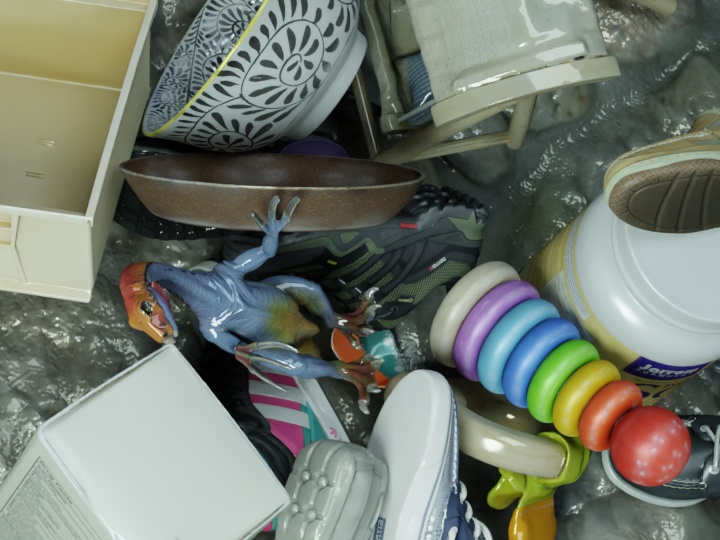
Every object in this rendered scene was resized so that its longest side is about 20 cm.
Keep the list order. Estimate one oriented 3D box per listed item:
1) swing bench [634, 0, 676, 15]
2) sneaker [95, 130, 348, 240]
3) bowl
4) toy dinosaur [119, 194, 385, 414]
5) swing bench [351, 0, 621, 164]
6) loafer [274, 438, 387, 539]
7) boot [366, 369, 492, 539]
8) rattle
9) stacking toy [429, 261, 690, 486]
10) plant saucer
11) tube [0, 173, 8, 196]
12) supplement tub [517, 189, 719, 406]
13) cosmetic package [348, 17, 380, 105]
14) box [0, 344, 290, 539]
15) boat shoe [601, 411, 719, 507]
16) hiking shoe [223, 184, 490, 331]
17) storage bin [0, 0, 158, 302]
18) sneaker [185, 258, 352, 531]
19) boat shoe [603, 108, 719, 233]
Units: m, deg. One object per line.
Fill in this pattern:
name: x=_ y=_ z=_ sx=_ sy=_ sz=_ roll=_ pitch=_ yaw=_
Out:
swing bench: x=0.187 y=-0.339 z=1.714 sx=0.200 sy=0.130 sz=0.199 roll=11 pitch=65 yaw=-11
sneaker: x=-0.105 y=-0.072 z=1.533 sx=0.200 sy=0.076 sz=0.088 roll=7 pitch=36 yaw=-11
bowl: x=-0.058 y=-0.152 z=1.470 sx=0.094 sy=0.201 sz=0.201 roll=34 pitch=59 yaw=-17
toy dinosaur: x=-0.075 y=0.039 z=1.325 sx=0.181 sy=0.200 sz=0.105 roll=13 pitch=62 yaw=-19
swing bench: x=0.066 y=-0.193 z=1.483 sx=0.130 sy=0.200 sz=0.199 roll=-12 pitch=81 yaw=-19
loafer: x=-0.035 y=0.211 z=1.400 sx=0.070 sy=0.070 sz=0.200 roll=23 pitch=90 yaw=-44
boot: x=0.051 y=0.170 z=1.448 sx=0.090 sy=0.073 sz=0.200 roll=11 pitch=94 yaw=-32
rattle: x=0.057 y=0.136 z=1.517 sx=0.200 sy=0.143 sz=0.130 roll=17 pitch=29 yaw=3
stacking toy: x=0.145 y=0.077 z=1.452 sx=0.200 sy=0.085 sz=0.085 roll=36 pitch=55 yaw=28
plant saucer: x=-0.058 y=-0.052 z=1.385 sx=0.200 sy=0.200 sz=0.034 roll=-1 pitch=99 yaw=-22
tube: x=-0.282 y=-0.025 z=1.441 sx=0.058 sy=0.052 sz=0.200 roll=47 pitch=54 yaw=-23
supplement tub: x=0.202 y=0.016 z=1.527 sx=0.145 sy=0.200 sz=0.145 roll=8 pitch=65 yaw=-18
cosmetic package: x=0.000 y=-0.197 z=1.614 sx=0.200 sy=0.074 sz=0.102 roll=24 pitch=62 yaw=-12
box: x=-0.148 y=0.153 z=1.328 sx=0.109 sy=0.200 sz=0.128 roll=-34 pitch=83 yaw=-31
boat shoe: x=0.280 y=0.137 z=1.587 sx=0.200 sy=0.060 sz=0.076 roll=0 pitch=68 yaw=-22
hiking shoe: x=0.000 y=0.000 z=1.485 sx=0.200 sy=0.076 sz=0.101 roll=-6 pitch=110 yaw=-23
storage bin: x=-0.252 y=-0.096 z=1.413 sx=0.198 sy=0.094 sz=0.200 roll=9 pitch=52 yaw=2
sneaker: x=-0.095 y=0.096 z=1.446 sx=0.121 sy=0.084 sz=0.200 roll=-26 pitch=80 yaw=-39
boat shoe: x=0.242 y=-0.074 z=1.437 sx=0.200 sy=0.072 sz=0.076 roll=-3 pitch=54 yaw=-31
